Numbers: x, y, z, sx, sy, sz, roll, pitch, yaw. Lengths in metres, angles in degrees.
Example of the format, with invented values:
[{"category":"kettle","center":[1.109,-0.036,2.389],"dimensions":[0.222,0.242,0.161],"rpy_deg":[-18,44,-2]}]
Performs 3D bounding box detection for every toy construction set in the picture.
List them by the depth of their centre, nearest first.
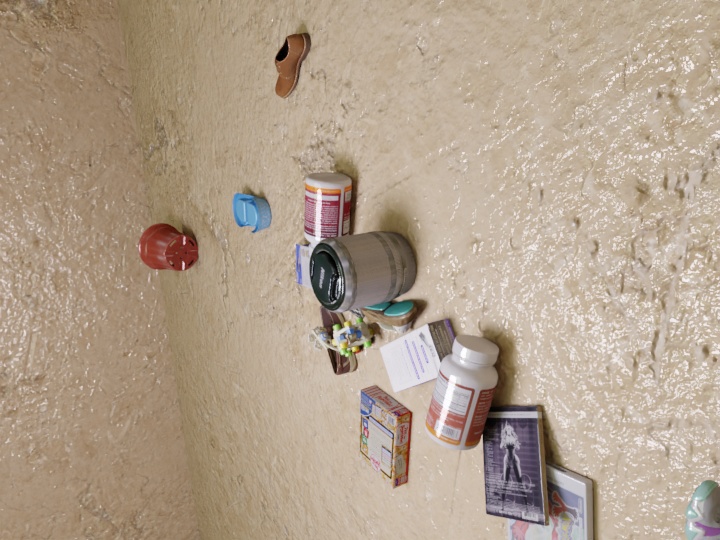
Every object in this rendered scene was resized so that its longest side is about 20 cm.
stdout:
[{"category":"toy construction set","center":[-0.043,0.172,1.499],"dimensions":[0.200,0.131,0.092],"rpy_deg":[-16,85,57]}]

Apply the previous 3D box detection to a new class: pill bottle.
[{"category":"pill bottle","center":[0.198,0.230,1.160],"dimensions":[0.112,0.112,0.201],"rpy_deg":[31,114,49]},{"category":"pill bottle","center":[-0.082,-0.132,1.485],"dimensions":[0.113,0.113,0.201],"rpy_deg":[31,124,49]}]

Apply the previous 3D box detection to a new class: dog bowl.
[{"category":"dog bowl","center":[-0.345,-0.187,1.927],"dimensions":[0.200,0.049,0.112],"rpy_deg":[23,118,51]}]

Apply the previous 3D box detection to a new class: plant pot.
[{"category":"plant pot","center":[-0.782,-0.085,2.506],"dimensions":[0.195,0.200,0.202],"rpy_deg":[14,111,45]}]

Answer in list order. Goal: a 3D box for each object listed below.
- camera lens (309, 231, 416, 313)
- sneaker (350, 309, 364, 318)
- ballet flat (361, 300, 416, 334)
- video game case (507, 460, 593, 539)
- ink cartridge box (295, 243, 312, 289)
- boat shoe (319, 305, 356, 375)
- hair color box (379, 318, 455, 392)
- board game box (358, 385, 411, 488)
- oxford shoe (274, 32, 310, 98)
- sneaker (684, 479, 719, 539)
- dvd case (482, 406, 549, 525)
[{"category":"camera lens","center":[0.000,0.000,1.320],"dimensions":[0.160,0.199,0.161],"rpy_deg":[22,117,52]},{"category":"sneaker","center":[-0.009,0.032,1.462],"dimensions":[0.077,0.085,0.200],"rpy_deg":[27,144,44]},{"category":"ballet flat","center":[0.073,0.107,1.376],"dimensions":[0.200,0.068,0.073],"rpy_deg":[0,119,57]},{"category":"video game case","center":[0.339,0.442,1.101],"dimensions":[0.182,0.023,0.201],"rpy_deg":[9,107,55]},{"category":"ink cartridge box","center":[-0.112,-0.004,1.636],"dimensions":[0.200,0.042,0.120],"rpy_deg":[16,113,51]},{"category":"boat shoe","center":[-0.076,0.181,1.605],"dimensions":[0.072,0.072,0.201],"rpy_deg":[-35,70,54]},{"category":"hair color box","center":[0.129,0.187,1.307],"dimensions":[0.200,0.065,0.110],"rpy_deg":[-37,68,56]},{"category":"board game box","center":[0.057,0.408,1.495],"dimensions":[0.151,0.046,0.201],"rpy_deg":[28,122,50]},{"category":"oxford shoe","center":[-0.198,-0.535,1.583],"dimensions":[0.071,0.071,0.200],"rpy_deg":[60,144,24]},{"category":"sneaker","center":[0.509,0.379,0.786],"dimensions":[0.140,0.078,0.201],"rpy_deg":[7,114,54]},{"category":"dvd case","center":[0.282,0.354,1.120],"dimensions":[0.149,0.016,0.201],"rpy_deg":[-21,66,57]}]
